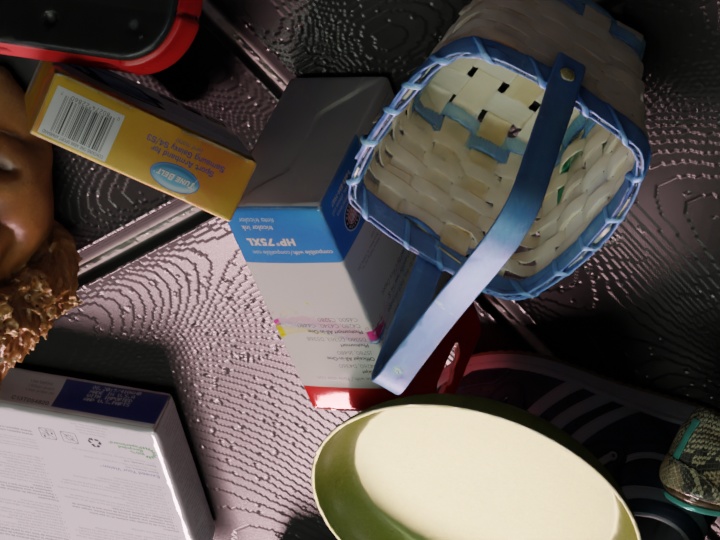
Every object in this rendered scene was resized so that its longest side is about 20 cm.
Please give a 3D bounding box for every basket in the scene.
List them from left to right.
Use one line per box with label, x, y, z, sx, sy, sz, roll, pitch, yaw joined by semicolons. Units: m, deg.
basket;0.071;-0.049;1.461;0.139;0.201;0.176;32;141;-6

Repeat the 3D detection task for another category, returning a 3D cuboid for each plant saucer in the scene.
plant saucer;0.070;0.133;1.617;0.199;0.031;0.201;13;140;11

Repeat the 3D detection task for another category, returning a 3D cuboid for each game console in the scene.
game console;-0.171;-0.202;1.487;0.199;0.178;0.031;9;180;18

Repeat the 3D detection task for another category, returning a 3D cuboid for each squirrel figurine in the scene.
squirrel figurine;-0.263;0.008;1.713;0.141;0.187;0.201;-7;130;33

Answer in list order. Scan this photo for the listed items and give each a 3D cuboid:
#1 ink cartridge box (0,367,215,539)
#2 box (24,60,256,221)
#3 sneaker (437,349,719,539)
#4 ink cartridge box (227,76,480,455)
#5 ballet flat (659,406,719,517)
ink cartridge box;-0.203;0.150;1.945;0.198;0.041;0.201;9;137;20
box;-0.127;-0.080;1.561;0.118;0.042;0.200;24;-176;-11
sneaker;0.126;0.118;1.682;0.199;0.109;0.070;13;138;16
ink cartridge box;0.000;0.000;1.619;0.067;0.117;0.201;0;133;27
ballet flat;0.259;0.120;1.630;0.199;0.076;0.068;19;-173;-36
